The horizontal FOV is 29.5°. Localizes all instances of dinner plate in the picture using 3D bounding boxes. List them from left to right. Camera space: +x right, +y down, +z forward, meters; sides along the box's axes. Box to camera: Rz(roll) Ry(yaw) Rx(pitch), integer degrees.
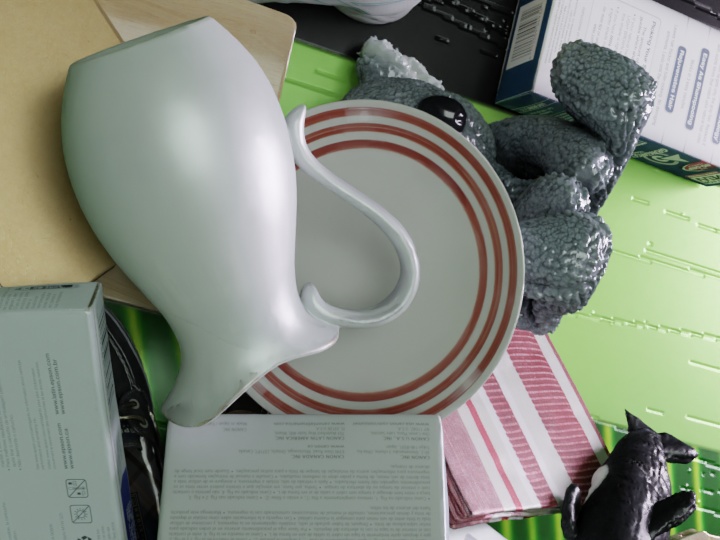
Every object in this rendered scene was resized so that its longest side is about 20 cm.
[{"bbox_3d":[0.000,0.000,0.819,0.197,0.024,0.204,0,90,10],"label":"dinner plate"}]

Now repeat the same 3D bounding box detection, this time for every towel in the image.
[{"bbox_3d":[0.092,0.095,0.895,0.199,0.023,0.145,7,51,-50],"label":"towel"}]

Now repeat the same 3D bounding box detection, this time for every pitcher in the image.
[{"bbox_3d":[-0.065,-0.039,0.758,0.170,0.121,0.203,-23,105,-15],"label":"pitcher"}]

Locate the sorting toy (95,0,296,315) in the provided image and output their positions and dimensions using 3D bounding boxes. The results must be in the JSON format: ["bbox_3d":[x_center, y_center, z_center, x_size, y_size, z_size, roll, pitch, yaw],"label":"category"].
[{"bbox_3d":[-0.161,-0.085,0.845,0.197,0.069,0.202,16,82,-21],"label":"sorting toy"}]

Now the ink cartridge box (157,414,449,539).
[{"bbox_3d":[-0.031,0.175,0.737,0.159,0.050,0.203,0,59,1],"label":"ink cartridge box"}]

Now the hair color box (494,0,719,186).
[{"bbox_3d":[0.204,-0.140,1.007,0.198,0.060,0.101,18,81,-21],"label":"hair color box"}]

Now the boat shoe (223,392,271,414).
[{"bbox_3d":[-0.074,0.121,0.840,0.072,0.072,0.203,18,64,-32],"label":"boat shoe"}]

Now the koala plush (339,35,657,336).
[{"bbox_3d":[0.064,-0.062,0.909,0.197,0.184,0.179,21,67,-1],"label":"koala plush"}]

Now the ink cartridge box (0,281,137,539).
[{"bbox_3d":[-0.232,0.108,0.769,0.197,0.041,0.202,-3,113,0],"label":"ink cartridge box"}]

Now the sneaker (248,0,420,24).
[{"bbox_3d":[-0.039,-0.209,0.898,0.197,0.080,0.072,2,89,-21],"label":"sneaker"}]

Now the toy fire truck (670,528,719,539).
[{"bbox_3d":[0.244,0.246,1.013,0.199,0.049,0.142,31,76,-18],"label":"toy fire truck"}]

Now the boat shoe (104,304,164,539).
[{"bbox_3d":[-0.152,0.111,0.842,0.069,0.066,0.203,-13,93,-23],"label":"boat shoe"}]

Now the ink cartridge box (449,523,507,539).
[{"bbox_3d":[0.046,0.227,0.869,0.199,0.147,0.086,37,47,-17],"label":"ink cartridge box"}]

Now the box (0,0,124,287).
[{"bbox_3d":[-0.198,-0.084,0.779,0.163,0.021,0.201,-37,101,-19],"label":"box"}]

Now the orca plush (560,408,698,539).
[{"bbox_3d":[0.192,0.162,0.879,0.200,0.071,0.106,-36,102,-54],"label":"orca plush"}]
